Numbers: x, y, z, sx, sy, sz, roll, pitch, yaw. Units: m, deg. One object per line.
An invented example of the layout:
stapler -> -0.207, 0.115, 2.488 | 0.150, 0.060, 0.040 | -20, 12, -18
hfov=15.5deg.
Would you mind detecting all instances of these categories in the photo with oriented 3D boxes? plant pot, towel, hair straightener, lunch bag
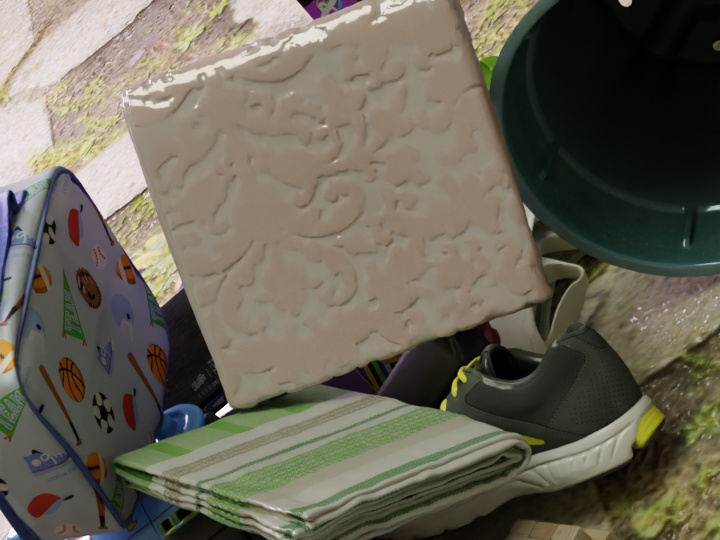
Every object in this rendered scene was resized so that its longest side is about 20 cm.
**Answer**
plant pot -> 0.189, -0.133, 1.506 | 0.200, 0.200, 0.196 | -29, 22, 30
towel -> -0.022, 0.104, 1.395 | 0.149, 0.031, 0.200 | -17, 15, -30
hair straightener -> 0.000, 0.098, 1.524 | 0.077, 0.041, 0.200 | -16, -26, -51
towel -> -0.012, -0.042, 1.456 | 0.199, 0.192, 0.032 | -19, 3, 13
lunch bag -> -0.176, 0.044, 1.487 | 0.075, 0.160, 0.200 | -18, 40, 19

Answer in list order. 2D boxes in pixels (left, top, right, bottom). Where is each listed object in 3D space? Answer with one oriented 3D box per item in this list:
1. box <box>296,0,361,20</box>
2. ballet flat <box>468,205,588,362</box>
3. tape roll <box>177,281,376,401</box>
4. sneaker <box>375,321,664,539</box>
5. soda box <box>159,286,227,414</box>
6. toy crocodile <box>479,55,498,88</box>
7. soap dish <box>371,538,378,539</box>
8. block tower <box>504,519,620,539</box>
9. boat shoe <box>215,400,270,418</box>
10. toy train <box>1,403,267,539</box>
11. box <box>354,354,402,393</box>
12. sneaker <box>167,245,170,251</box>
box -> 0.022, -0.148, 1.743 | 0.036, 0.200, 0.143 | -35, 28, 12
ballet flat -> 0.108, -0.004, 1.577 | 0.069, 0.069, 0.200 | -24, 37, 37
tape roll -> -0.022, 0.003, 1.721 | 0.200, 0.085, 0.200 | -34, 28, 21
sneaker -> 0.070, 0.085, 1.449 | 0.200, 0.085, 0.074 | -23, 6, 29
soda box -> -0.124, 0.071, 1.623 | 0.200, 0.063, 0.071 | -39, -10, 24
toy crocodile -> 0.055, -0.090, 1.628 | 0.200, 0.067, 0.062 | -42, -18, -56
soap dish -> -0.037, 0.226, 1.426 | 0.200, 0.081, 0.157 | -50, 26, -11
block tower -> 0.064, 0.214, 1.325 | 0.058, 0.054, 0.200 | -1, 49, 56
boat shoe -> -0.100, 0.120, 1.692 | 0.200, 0.062, 0.075 | -15, 42, 50
toy train -> -0.127, 0.160, 1.523 | 0.200, 0.087, 0.114 | -37, 32, 0
box -> 0.000, 0.000, 1.559 | 0.064, 0.200, 0.070 | -28, 31, 31
sneaker -> -0.077, -0.056, 1.869 | 0.071, 0.098, 0.201 | -22, 31, 42
